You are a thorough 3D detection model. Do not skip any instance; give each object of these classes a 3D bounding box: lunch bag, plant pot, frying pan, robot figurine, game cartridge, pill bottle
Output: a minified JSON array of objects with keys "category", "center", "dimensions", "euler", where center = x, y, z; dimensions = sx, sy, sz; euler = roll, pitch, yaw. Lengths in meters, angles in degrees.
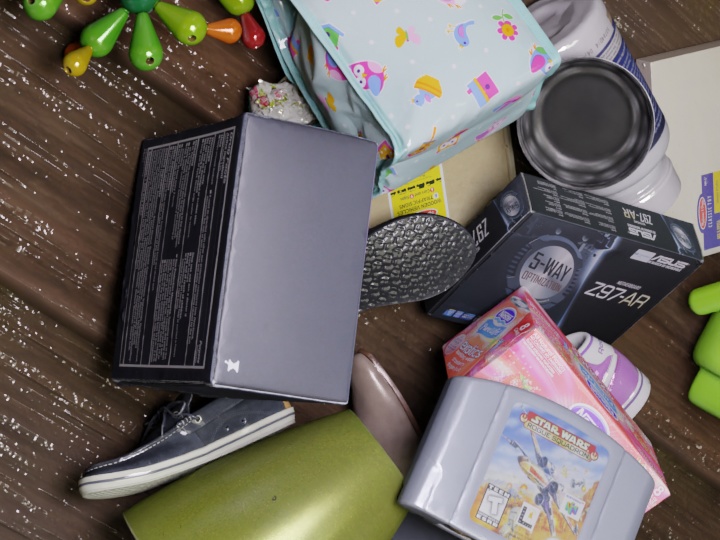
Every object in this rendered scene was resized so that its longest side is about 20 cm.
[{"category":"lunch bag","center":[0.029,-0.185,1.418],"dimensions":[0.170,0.122,0.201],"euler":[-31,78,-18]},{"category":"plant pot","center":[-0.060,0.210,1.479],"dimensions":[0.199,0.187,0.188],"euler":[-38,118,-6]},{"category":"frying pan","center":[0.154,-0.141,1.501],"dimensions":[0.189,0.031,0.115],"euler":[29,114,-1]},{"category":"robot figurine","center":[0.395,0.055,1.735],"dimensions":[0.175,0.115,0.201],"euler":[24,94,-39]},{"category":"game cartridge","center":[0.140,0.173,1.468],"dimensions":[0.199,0.041,0.134],"euler":[28,77,-13]},{"category":"pill bottle","center":[0.203,-0.135,1.588],"dimensions":[0.111,0.111,0.201],"euler":[-41,118,-13]}]

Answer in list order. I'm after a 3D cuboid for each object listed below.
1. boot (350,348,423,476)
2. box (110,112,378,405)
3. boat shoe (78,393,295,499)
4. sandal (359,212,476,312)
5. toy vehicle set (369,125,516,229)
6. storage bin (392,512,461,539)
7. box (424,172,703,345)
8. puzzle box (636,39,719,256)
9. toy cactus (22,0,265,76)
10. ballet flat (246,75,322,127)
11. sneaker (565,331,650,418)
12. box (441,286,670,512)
[{"category":"boot","center":[-0.010,0.187,1.584],"dimensions":[0.146,0.070,0.201],"euler":[-34,116,-14]},{"category":"box","center":[-0.091,-0.003,1.388],"dimensions":[0.122,0.198,0.202],"euler":[10,84,-28]},{"category":"boat shoe","center":[-0.147,0.136,1.494],"dimensions":[0.199,0.075,0.063],"euler":[-22,84,-28]},{"category":"sandal","center":[-0.001,-0.001,1.525],"dimensions":[0.199,0.048,0.076],"euler":[-20,113,-6]},{"category":"toy vehicle set","center":[0.043,-0.075,1.567],"dimensions":[0.198,0.026,0.125],"euler":[-17,111,-23]},{"category":"storage bin","center":[0.099,0.277,1.580],"dimensions":[0.146,0.134,0.201],"euler":[-46,141,-22]},{"category":"box","center":[0.177,-0.001,1.595],"dimensions":[0.199,0.044,0.160],"euler":[14,138,-31]},{"category":"puzzle box","center":[0.325,-0.113,1.709],"dimensions":[0.132,0.025,0.202],"euler":[-14,110,-25]},{"category":"toy cactus","center":[-0.171,-0.233,1.388],"dimensions":[0.198,0.102,0.167],"euler":[-6,87,-24]},{"category":"ballet flat","center":[-0.007,-0.154,1.500],"dimensions":[0.199,0.076,0.064],"euler":[-20,78,-28]},{"category":"sneaker","center":[0.160,0.142,1.654],"dimensions":[0.114,0.073,0.201],"euler":[37,94,-29]},{"category":"box","center":[0.167,0.128,1.559],"dimensions":[0.094,0.103,0.200],"euler":[-37,107,12]}]
